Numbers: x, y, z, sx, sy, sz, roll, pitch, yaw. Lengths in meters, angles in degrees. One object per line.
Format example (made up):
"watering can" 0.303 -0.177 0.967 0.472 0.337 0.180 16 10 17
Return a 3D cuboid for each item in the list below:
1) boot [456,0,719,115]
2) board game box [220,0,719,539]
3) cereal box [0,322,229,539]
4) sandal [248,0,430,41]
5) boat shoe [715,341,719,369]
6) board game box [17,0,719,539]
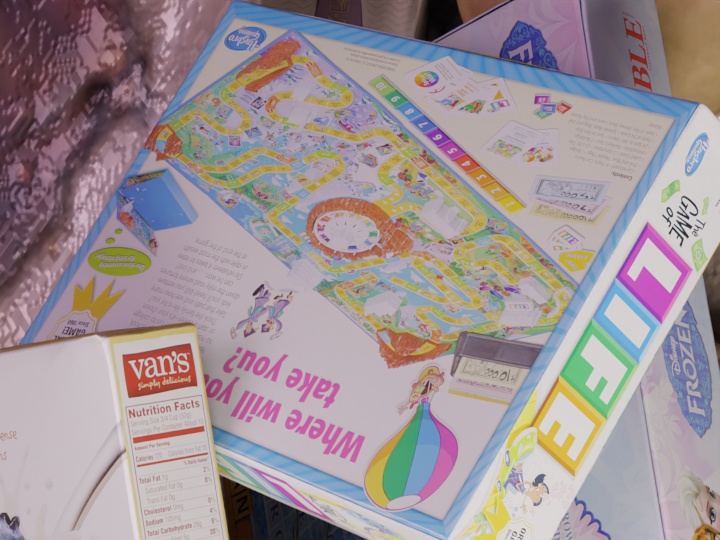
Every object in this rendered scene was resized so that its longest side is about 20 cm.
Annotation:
"boot" 0.133 -0.080 0.809 0.200 0.066 0.176 -40 54 32
"board game box" 0.017 0.038 0.819 0.199 0.041 0.201 -25 62 38
"cereal box" -0.089 0.122 0.764 0.143 0.039 0.202 -12 87 46
"sandal" -0.006 -0.127 0.902 0.079 0.057 0.203 0 103 8
"boat shoe" 0.075 0.116 0.819 0.064 0.071 0.201 20 95 43
"board game box" 0.000 0.000 0.764 0.199 0.034 0.135 19 72 47
